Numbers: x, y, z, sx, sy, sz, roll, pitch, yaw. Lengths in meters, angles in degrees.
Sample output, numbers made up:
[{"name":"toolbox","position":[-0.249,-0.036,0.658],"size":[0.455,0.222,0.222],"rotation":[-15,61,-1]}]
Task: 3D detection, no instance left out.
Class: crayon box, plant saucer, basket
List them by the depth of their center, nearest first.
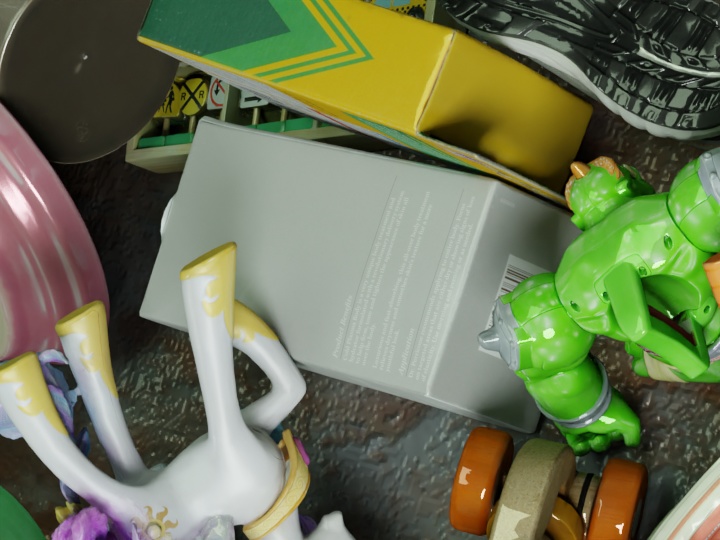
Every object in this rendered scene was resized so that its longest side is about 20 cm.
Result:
[{"name":"crayon box","position":[0.015,-0.085,1.289],"size":[0.200,0.126,0.052],"rotation":[22,90,36]},{"name":"plant saucer","position":[-0.211,-0.028,1.458],"size":[0.051,0.201,0.200],"rotation":[-39,41,-26]},{"name":"basket","position":[-0.195,-0.145,1.484],"size":[0.200,0.180,0.136],"rotation":[34,87,43]}]

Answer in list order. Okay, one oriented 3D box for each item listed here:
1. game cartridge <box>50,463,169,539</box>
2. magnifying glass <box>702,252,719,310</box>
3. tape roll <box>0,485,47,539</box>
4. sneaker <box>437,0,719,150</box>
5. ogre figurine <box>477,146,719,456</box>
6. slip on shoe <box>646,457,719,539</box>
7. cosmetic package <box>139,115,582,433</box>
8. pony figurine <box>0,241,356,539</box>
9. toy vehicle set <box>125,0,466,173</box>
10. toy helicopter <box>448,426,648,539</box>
[{"name":"game cartridge","position":[-0.132,0.197,1.415],"size":[0.200,0.040,0.133],"rotation":[-46,55,19]},{"name":"magnifying glass","position":[0.181,0.085,1.116],"size":[0.080,0.022,0.200],"rotation":[-20,97,18]},{"name":"tape roll","position":[-0.221,0.187,1.335],"size":[0.048,0.200,0.201],"rotation":[-3,73,41]},{"name":"sneaker","position":[0.101,-0.111,1.269],"size":[0.200,0.079,0.074],"rotation":[40,93,29]},{"name":"ogre figurine","position":[0.137,0.005,1.189],"size":[0.200,0.120,0.098],"rotation":[-17,65,35]},{"name":"slip on shoe","position":[0.170,0.097,1.168],"size":[0.061,0.074,0.200],"rotation":[45,115,7]},{"name":"cosmetic package","position":[0.000,0.000,1.335],"size":[0.200,0.090,0.107],"rotation":[16,87,46]},{"name":"pony figurine","position":[-0.086,0.112,1.276],"size":[0.193,0.200,0.167],"rotation":[-28,10,-2]},{"name":"toy vehicle set","position":[-0.032,-0.119,1.439],"size":[0.200,0.027,0.124],"rotation":[-5,73,40]},{"name":"toy helicopter","position":[0.060,0.170,1.208],"size":[0.079,0.132,0.200],"rotation":[13,103,11]}]
